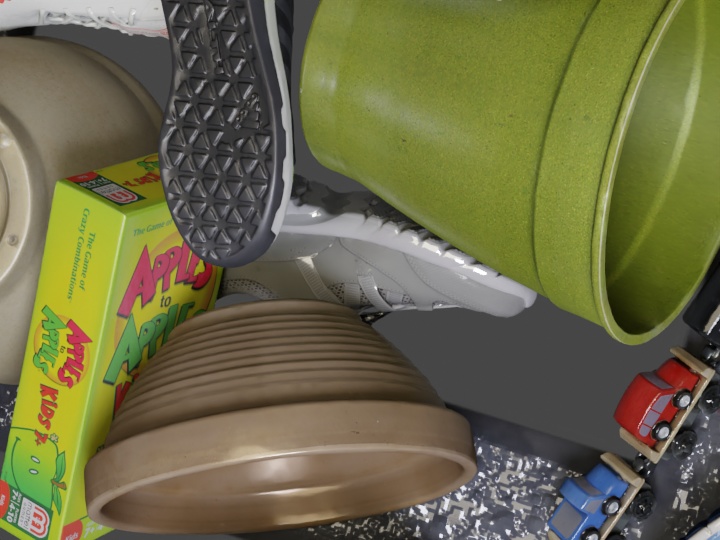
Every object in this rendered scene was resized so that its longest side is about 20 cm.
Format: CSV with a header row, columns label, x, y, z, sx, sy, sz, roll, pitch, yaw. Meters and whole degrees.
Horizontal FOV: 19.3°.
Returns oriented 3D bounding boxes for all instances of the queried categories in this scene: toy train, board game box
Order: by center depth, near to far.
label,x,y,z,sx,sy,sz,roll,pitch,yaw
toy train,0.157,0.073,1.101,0.200,0.046,0.034,-58,39,8
board game box,-0.128,0.043,1.117,0.048,0.101,0.201,26,116,26

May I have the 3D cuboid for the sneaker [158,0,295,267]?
label,x,y,z,sx,sy,sz,roll,pitch,yaw
sneaker,-0.054,-0.101,1.071,0.071,0.083,0.201,-4,85,27

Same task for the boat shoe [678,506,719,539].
label,x,y,z,sx,sy,sz,roll,pitch,yaw
boat shoe,0.233,0.131,1.071,0.200,0.072,0.072,-35,83,12

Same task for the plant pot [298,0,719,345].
label,x,y,z,sx,sy,sz,roll,pitch,yaw
plant pot,0.081,-0.087,1.066,0.192,0.200,0.201,19,94,26

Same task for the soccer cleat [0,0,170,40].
label,x,y,z,sx,sy,sz,roll,pitch,yaw
soccer cleat,-0.127,-0.155,1.150,0.199,0.069,0.085,-19,86,13

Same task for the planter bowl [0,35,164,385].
label,x,y,z,sx,sy,sz,roll,pitch,yaw
planter bowl,-0.208,-0.036,1.156,0.199,0.135,0.201,0,89,14

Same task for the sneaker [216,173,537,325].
label,x,y,z,sx,sy,sz,roll,pitch,yaw
sneaker,0.000,0.000,1.144,0.199,0.075,0.082,13,109,19

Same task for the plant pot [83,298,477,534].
label,x,y,z,sx,sy,sz,roll,pitch,yaw
plant pot,-0.044,0.072,1.086,0.200,0.201,0.093,-10,73,14
